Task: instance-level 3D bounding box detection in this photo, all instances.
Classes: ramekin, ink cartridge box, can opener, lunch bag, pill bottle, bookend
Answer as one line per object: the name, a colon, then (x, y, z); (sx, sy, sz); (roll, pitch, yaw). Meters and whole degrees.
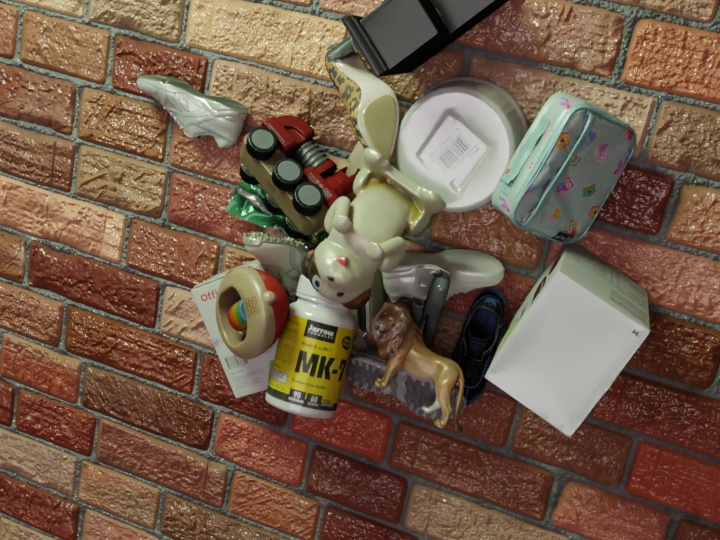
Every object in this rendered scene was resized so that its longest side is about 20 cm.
ramekin: (0.146, -0.182, 1.293); (0.197, 0.098, 0.204); (4, 104, 17)
ink cartridge box: (-0.173, 0.090, 1.455); (0.144, 0.087, 0.202); (-19, 99, 26)
can opener: (0.099, 0.062, 1.341); (0.052, 0.067, 0.201); (13, 145, 5)
lunch bag: (0.282, -0.138, 1.225); (0.202, 0.159, 0.077); (-62, 38, 17)
pill bottle: (-0.071, 0.115, 1.345); (0.113, 0.114, 0.203); (13, 90, 14)
bookend: (0.100, -0.365, 1.208); (0.197, 0.200, 0.093); (-32, 93, 23)

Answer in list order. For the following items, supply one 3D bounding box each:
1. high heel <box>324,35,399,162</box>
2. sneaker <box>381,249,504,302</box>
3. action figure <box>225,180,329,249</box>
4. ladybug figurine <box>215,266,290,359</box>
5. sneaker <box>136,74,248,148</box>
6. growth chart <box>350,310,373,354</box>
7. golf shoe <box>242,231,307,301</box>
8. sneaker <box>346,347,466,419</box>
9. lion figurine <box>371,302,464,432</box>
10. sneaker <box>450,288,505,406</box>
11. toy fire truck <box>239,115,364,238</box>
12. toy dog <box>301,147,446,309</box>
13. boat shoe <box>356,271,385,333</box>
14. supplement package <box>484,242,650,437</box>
high heel: (-0.001, -0.247, 1.313); (0.070, 0.142, 0.203); (-15, 96, -19)
sneaker: (0.131, 0.020, 1.372); (0.197, 0.075, 0.090); (1, 117, 24)
action figure: (-0.116, -0.094, 1.427); (0.198, 0.055, 0.119); (32, 108, 4)
ladybug figurine: (-0.160, 0.061, 1.321); (0.199, 0.071, 0.138); (-23, 80, 61)
sneaker: (-0.283, -0.261, 1.428); (0.198, 0.070, 0.081); (25, 112, 10)
growth chart: (-0.049, 0.086, 1.466); (0.199, 0.018, 0.145); (-37, 90, 22)
golf shoe: (-0.117, 0.001, 1.365); (0.077, 0.199, 0.099); (10, 81, 35)
sneaker: (0.080, 0.168, 1.401); (0.198, 0.082, 0.076); (23, 120, 11)
lion figurine: (0.093, 0.143, 1.315); (0.198, 0.072, 0.124); (31, 96, 11)
sneaker: (0.176, 0.129, 1.370); (0.069, 0.078, 0.203); (16, 108, 12)
toy fire truck: (-0.064, -0.179, 1.363); (0.176, 0.199, 0.129); (49, 150, 11)
toy dog: (-0.001, -0.048, 1.261); (0.139, 0.194, 0.201); (37, 79, -7)
boat shoe: (0.000, 0.000, 1.401); (0.067, 0.072, 0.204); (-3, 96, 25)
supplement package: (0.299, 0.090, 1.256); (0.146, 0.200, 0.193); (34, 111, 7)
